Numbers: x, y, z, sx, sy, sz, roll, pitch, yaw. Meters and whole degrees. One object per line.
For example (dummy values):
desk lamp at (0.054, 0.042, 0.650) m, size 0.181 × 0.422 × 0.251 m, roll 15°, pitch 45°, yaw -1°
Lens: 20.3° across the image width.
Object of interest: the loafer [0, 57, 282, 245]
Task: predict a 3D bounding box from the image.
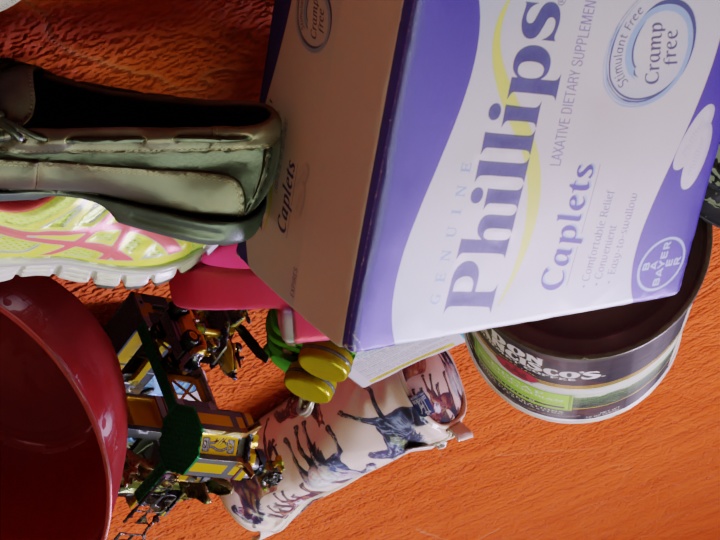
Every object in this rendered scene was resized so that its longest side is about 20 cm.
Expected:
loafer at (-0.130, -0.066, 0.858) m, size 0.199 × 0.072 × 0.063 m, roll 12°, pitch 128°, yaw -16°

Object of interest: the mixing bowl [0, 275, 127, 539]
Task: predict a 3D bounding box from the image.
mixing bowl at (-0.196, 0.069, 1.041) m, size 0.200 × 0.200 × 0.108 m, roll -34°, pitch -172°, yaw 31°

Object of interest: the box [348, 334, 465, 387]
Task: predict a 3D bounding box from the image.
box at (0.004, 0.018, 1.278) m, size 0.082 × 0.049 × 0.200 m, roll -25°, pitch 160°, yaw 7°

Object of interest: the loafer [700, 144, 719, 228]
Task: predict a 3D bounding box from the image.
loafer at (0.184, -0.076, 1.069) m, size 0.200 × 0.068 × 0.070 m, roll 29°, pitch 150°, yaw -12°

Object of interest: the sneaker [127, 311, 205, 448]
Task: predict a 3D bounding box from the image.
sneaker at (-0.127, 0.090, 1.262) m, size 0.078 × 0.090 × 0.200 m, roll -24°, pitch 158°, yaw 5°

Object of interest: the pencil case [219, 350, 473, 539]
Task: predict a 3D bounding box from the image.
pencil case at (-0.016, 0.123, 1.470) m, size 0.199 × 0.090 × 0.078 m, roll -32°, pitch 159°, yaw 27°

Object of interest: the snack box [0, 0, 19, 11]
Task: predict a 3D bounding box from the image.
snack box at (-0.128, -0.138, 0.774) m, size 0.199 × 0.024 × 0.072 m, roll -27°, pitch 160°, yaw 12°

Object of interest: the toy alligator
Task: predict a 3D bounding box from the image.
toy alligator at (-0.033, 0.041, 1.162) m, size 0.054 × 0.060 × 0.200 m, roll 25°, pitch 156°, yaw -4°

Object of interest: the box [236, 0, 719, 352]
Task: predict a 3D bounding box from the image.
box at (0.062, -0.075, 0.908) m, size 0.199 × 0.105 × 0.185 m, roll -9°, pitch 124°, yaw -32°

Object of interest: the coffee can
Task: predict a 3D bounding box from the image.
coffee can at (0.130, 0.003, 1.209) m, size 0.145 × 0.147 × 0.200 m, roll -22°, pitch 165°, yaw -1°

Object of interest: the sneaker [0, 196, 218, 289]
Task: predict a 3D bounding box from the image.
sneaker at (-0.129, -0.043, 0.946) m, size 0.199 × 0.078 × 0.090 m, roll -11°, pitch 149°, yaw -35°

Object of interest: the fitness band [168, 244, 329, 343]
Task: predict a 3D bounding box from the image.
fitness band at (0.000, 0.000, 1.043) m, size 0.198 × 0.038 × 0.144 m, roll -5°, pitch -168°, yaw -11°

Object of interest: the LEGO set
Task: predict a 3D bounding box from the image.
LEGO set at (-0.103, 0.105, 1.130) m, size 0.115 × 0.154 × 0.201 m, roll 10°, pitch 124°, yaw -41°
